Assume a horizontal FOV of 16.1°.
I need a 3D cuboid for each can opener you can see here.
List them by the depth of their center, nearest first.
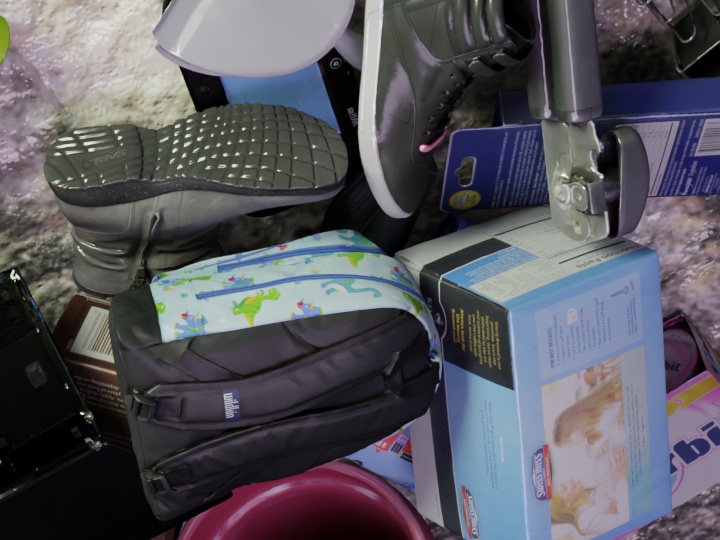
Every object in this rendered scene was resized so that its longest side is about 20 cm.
[{"bbox_3d":[0.142,-0.116,1.616,0.067,0.053,0.200,-17,108,-34],"label":"can opener"}]

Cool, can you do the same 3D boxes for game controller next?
[{"bbox_3d":[-0.057,-0.121,1.637,0.104,0.042,0.200,-18,133,1],"label":"game controller"}]

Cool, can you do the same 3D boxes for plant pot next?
[{"bbox_3d":[-0.024,0.246,1.866,0.200,0.200,0.179,-25,162,7],"label":"plant pot"}]

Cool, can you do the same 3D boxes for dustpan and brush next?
[{"bbox_3d":[-0.035,-0.160,1.573,0.200,0.057,0.140,31,91,-36],"label":"dustpan and brush"}]

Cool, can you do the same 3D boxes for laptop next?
[{"bbox_3d":[-0.216,0.109,1.730,0.177,0.200,0.103,-30,177,35],"label":"laptop"}]

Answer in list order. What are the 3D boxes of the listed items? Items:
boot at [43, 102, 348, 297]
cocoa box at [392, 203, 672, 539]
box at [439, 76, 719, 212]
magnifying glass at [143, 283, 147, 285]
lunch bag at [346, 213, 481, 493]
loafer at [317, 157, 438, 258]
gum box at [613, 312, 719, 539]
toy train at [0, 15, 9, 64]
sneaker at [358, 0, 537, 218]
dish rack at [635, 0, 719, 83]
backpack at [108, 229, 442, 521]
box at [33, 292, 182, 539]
[{"bbox_3d":[-0.098,-0.040,1.647,0.200,0.070,0.132,0,143,10],"label":"boot"},{"bbox_3d":[0.117,0.078,1.713,0.133,0.131,0.200,-20,117,-30],"label":"cocoa box"},{"bbox_3d":[0.153,-0.083,1.699,0.200,0.032,0.121,-5,155,-5],"label":"box"},{"bbox_3d":[-0.123,-0.009,1.731,0.079,0.022,0.200,-14,132,-2],"label":"magnifying glass"},{"bbox_3d":[0.076,0.057,1.810,0.150,0.094,0.200,29,109,-31],"label":"lunch bag"},{"bbox_3d":[0.000,0.000,1.731,0.068,0.070,0.201,-5,139,-46],"label":"loafer"},{"bbox_3d":[0.193,0.133,1.913,0.200,0.066,0.114,-33,132,14],"label":"gum box"},{"bbox_3d":[-0.260,-0.150,1.533,0.116,0.085,0.200,11,127,-37],"label":"toy train"},{"bbox_3d":[0.056,-0.118,1.592,0.099,0.071,0.200,10,117,18],"label":"sneaker"},{"bbox_3d":[0.211,-0.222,1.613,0.153,0.055,0.200,-41,128,19],"label":"dish rack"},{"bbox_3d":[-0.049,0.056,1.631,0.200,0.154,0.163,-9,125,3],"label":"backpack"},{"bbox_3d":[-0.170,0.120,1.777,0.100,0.075,0.200,15,128,5],"label":"box"}]
